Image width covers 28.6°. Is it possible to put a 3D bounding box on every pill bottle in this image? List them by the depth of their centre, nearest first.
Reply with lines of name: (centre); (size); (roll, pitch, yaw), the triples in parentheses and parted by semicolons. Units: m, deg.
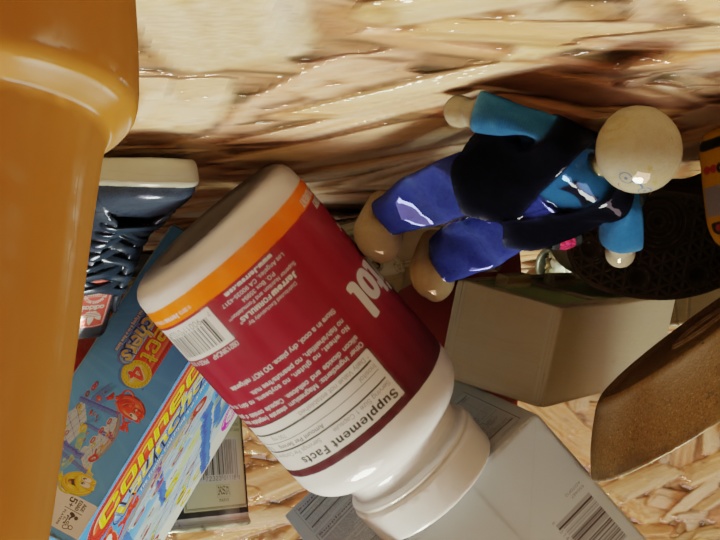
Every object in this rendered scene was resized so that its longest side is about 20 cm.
pill bottle: (-0.021, 0.049, 0.787); (0.113, 0.200, 0.113); (-38, -167, 10)

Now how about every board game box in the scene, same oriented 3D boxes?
board game box: (-0.139, 0.105, 0.887); (0.056, 0.201, 0.196); (25, 154, 9)

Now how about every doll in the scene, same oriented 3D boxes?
doll: (0.085, -0.037, 0.707); (0.136, 0.049, 0.200); (35, 149, -21)

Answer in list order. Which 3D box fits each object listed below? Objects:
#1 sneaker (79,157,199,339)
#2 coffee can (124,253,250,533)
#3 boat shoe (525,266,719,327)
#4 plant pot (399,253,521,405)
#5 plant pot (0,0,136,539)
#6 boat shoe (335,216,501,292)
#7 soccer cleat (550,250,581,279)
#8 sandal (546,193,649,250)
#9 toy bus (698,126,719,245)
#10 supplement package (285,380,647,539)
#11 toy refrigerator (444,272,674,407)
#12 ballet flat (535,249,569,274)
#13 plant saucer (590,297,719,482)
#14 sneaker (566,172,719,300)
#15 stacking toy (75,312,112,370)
sneaker: (-0.146, -0.008, 0.776); (0.074, 0.085, 0.199); (0, 169, -33)
coffee can: (-0.163, 0.098, 1.075); (0.145, 0.202, 0.146); (-5, 171, -1)
boat shoe: (0.240, 0.012, 1.234); (0.198, 0.072, 0.064); (-1, -179, 27)
plant pot: (0.026, 0.068, 1.086); (0.175, 0.202, 0.200); (3, 171, 0)
plant pot: (-0.161, -0.003, 0.414); (0.198, 0.185, 0.200); (-5, 171, -1)
boat shoe: (0.000, 0.000, 0.931); (0.198, 0.066, 0.072); (0, 169, 4)
soccer cleat: (0.188, -0.018, 0.990); (0.199, 0.070, 0.077); (-2, 174, -42)
sandal: (0.096, -0.034, 0.799); (0.075, 0.045, 0.200); (35, 162, -13)
toy bus: (0.278, -0.054, 0.759); (0.198, 0.079, 0.065); (0, 170, -29)
supplement package: (0.071, 0.178, 0.896); (0.151, 0.152, 0.200); (-43, -168, -8)
toy refrigerator: (0.138, 0.039, 0.948); (0.075, 0.071, 0.199); (16, -170, 31)
ballet flat: (0.178, 0.045, 1.108); (0.063, 0.068, 0.201); (2, -149, -9)
plant saucer: (0.199, 0.044, 0.783); (0.200, 0.036, 0.200); (-36, 176, -3)
sneaker: (0.227, -0.032, 0.871); (0.198, 0.071, 0.076); (-12, -169, 13)
stacking toy: (-0.218, 0.083, 0.940); (0.145, 0.202, 0.146); (-6, 171, -1)
